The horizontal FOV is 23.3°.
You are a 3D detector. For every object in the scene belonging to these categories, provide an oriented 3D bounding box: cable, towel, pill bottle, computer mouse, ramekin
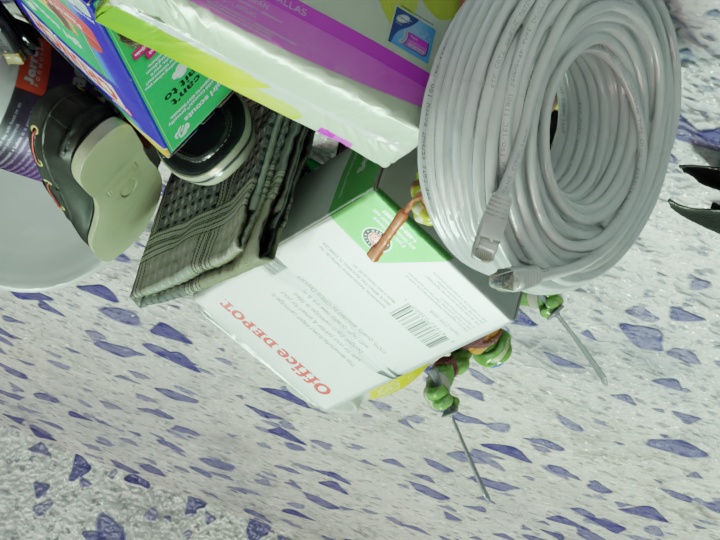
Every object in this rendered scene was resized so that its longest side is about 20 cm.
[{"bbox_3d":[0.116,-0.086,1.026,0.069,0.202,0.199,12,-177,38],"label":"cable"},{"bbox_3d":[-0.095,-0.076,1.263,0.034,0.194,0.199,30,154,-26],"label":"towel"},{"bbox_3d":[-0.253,-0.129,1.331,0.199,0.113,0.111,18,165,-32],"label":"pill bottle"},{"bbox_3d":[-0.299,-0.225,1.244,0.200,0.044,0.110,41,172,35],"label":"computer mouse"},{"bbox_3d":[-0.271,-0.081,1.467,0.201,0.204,0.094,21,175,-3],"label":"ramekin"}]

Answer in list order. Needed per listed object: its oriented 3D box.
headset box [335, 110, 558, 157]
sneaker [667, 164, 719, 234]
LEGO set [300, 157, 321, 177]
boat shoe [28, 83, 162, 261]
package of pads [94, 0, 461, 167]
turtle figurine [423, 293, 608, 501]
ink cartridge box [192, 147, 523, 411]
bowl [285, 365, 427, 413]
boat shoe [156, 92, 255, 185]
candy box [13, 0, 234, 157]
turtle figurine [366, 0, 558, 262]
[{"bbox_3d":[0.063,-0.081,1.286,0.198,0.076,0.149,20,161,1],"label":"headset box"},{"bbox_3d":[0.318,-0.029,1.189,0.198,0.061,0.104,12,165,34],"label":"sneaker"},{"bbox_3d":[-0.082,-0.033,1.404,0.153,0.116,0.200,24,-165,-37],"label":"LEGO set"},{"bbox_3d":[-0.193,-0.071,1.276,0.063,0.074,0.202,38,164,16],"label":"boat shoe"},{"bbox_3d":[-0.037,-0.174,1.008,0.199,0.156,0.068,25,153,-21],"label":"package of pads"},{"bbox_3d":[0.109,0.054,1.522,0.143,0.201,0.194,-27,137,18],"label":"turtle figurine"},{"bbox_3d":[0.000,0.000,1.242,0.199,0.085,0.146,-28,121,39],"label":"ink cartridge box"},{"bbox_3d":[-0.023,0.082,1.785,0.198,0.109,0.200,18,162,6],"label":"bowl"},{"bbox_3d":[-0.136,-0.129,1.254,0.062,0.075,0.200,42,-171,-44],"label":"boat shoe"},{"bbox_3d":[-0.177,-0.191,1.137,0.169,0.077,0.200,42,170,23],"label":"candy box"},{"bbox_3d":[0.076,-0.094,1.135,0.160,0.202,0.064,11,-167,-43],"label":"turtle figurine"}]
